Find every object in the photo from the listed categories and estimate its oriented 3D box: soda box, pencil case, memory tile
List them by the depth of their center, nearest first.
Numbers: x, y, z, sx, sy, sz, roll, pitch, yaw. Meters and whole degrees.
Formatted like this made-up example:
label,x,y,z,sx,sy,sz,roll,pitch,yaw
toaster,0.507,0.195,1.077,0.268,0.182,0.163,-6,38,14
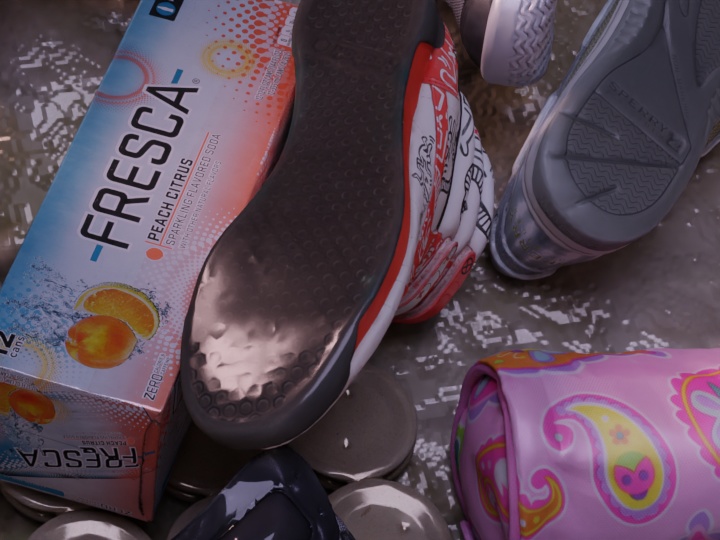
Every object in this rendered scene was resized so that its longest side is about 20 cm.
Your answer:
label,x,y,z,sx,sy,sz,roll,pitch,yaw
memory tile,-0.036,0.120,0.801,0.153,0.017,0.200,-6,57,-14
pencil case,0.133,0.062,0.830,0.200,0.087,0.087,-4,57,-13
soda box,-0.072,-0.013,0.843,0.068,0.064,0.200,16,48,5

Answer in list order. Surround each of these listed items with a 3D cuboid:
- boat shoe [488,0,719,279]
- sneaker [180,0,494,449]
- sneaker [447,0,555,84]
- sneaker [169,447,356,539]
label,x,y,z,sx,sy,sz,roll,pitch,yaw
boat shoe,0.115,-0.074,0.930,0.074,0.065,0.202,41,57,-7
sneaker,0.001,0.000,0.825,0.067,0.108,0.201,-1,51,20
sneaker,0.019,-0.143,0.939,0.114,0.076,0.200,4,42,-3
sneaker,0.013,0.109,0.759,0.200,0.075,0.114,-9,61,-13
